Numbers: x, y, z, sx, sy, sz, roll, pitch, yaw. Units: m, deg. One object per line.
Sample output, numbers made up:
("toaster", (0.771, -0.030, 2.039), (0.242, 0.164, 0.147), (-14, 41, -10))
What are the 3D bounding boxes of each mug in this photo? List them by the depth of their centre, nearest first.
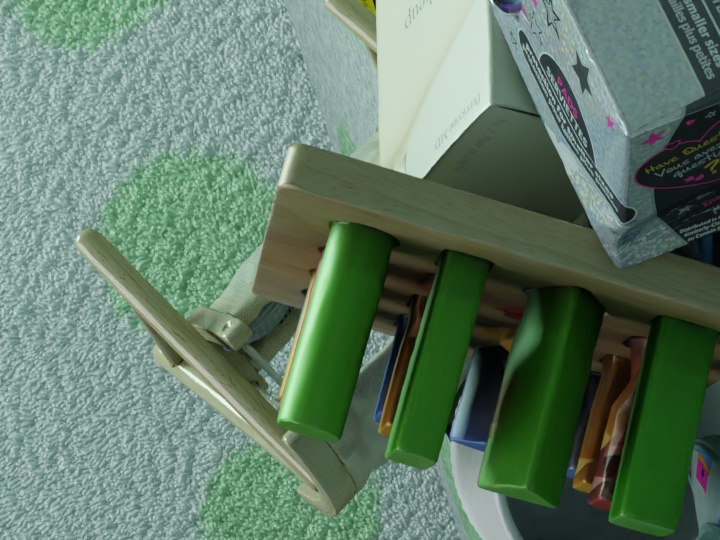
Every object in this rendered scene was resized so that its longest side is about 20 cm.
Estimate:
("mug", (0.125, 0.119, 1.087), (0.175, 0.147, 0.202), (178, 77, -80))

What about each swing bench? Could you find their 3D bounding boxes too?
("swing bench", (0.000, 0.000, 1.067), (0.200, 0.199, 0.130), (39, 167, 36))

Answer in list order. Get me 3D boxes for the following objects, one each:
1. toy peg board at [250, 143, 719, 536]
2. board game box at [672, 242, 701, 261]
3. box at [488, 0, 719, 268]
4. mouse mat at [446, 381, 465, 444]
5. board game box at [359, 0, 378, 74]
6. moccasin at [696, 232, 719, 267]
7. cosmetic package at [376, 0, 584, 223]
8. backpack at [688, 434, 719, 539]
("toy peg board", (0.046, 0.046, 0.856), (0.199, 0.199, 0.099), (117, 170, -76))
("board game box", (0.126, -0.052, 1.031), (0.136, 0.035, 0.200), (50, 169, 11))
("box", (0.110, -0.127, 0.756), (0.115, 0.131, 0.201), (79, 170, -66))
("mouse mat", (0.110, 0.049, 1.197), (0.008, 0.161, 0.200), (36, 163, 41))
("board game box", (0.045, -0.192, 1.265), (0.166, 0.056, 0.201), (-64, -37, -52))
("moccasin", (0.171, -0.029, 0.876), (0.201, 0.068, 0.081), (68, -168, -48))
("cosmetic package", (0.058, -0.115, 0.889), (0.104, 0.073, 0.201), (131, 147, -49))
("backpack", (0.196, 0.147, 0.833), (0.200, 0.152, 0.177), (-103, -9, -63))
